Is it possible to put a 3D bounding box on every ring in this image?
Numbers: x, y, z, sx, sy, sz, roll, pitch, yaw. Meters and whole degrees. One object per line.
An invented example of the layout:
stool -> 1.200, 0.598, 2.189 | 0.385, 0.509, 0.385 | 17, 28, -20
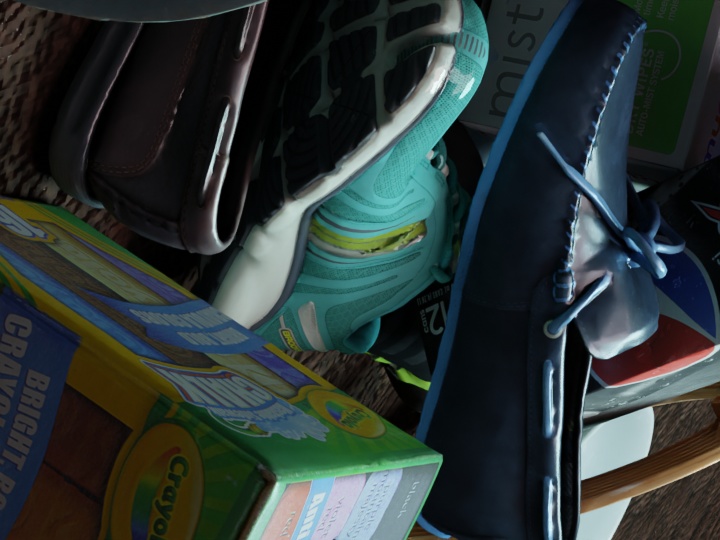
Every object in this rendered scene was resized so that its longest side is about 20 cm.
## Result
ring -> 0.090, 0.069, 0.905 | 0.200, 0.199, 0.019 | -28, 99, -53

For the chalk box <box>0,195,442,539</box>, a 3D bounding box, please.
chalk box -> -0.067, 0.078, 0.618 | 0.125, 0.199, 0.124 | -62, 158, 9

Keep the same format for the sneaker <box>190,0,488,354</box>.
sneaker -> 0.003, -0.031, 0.726 | 0.200, 0.079, 0.078 | 125, -25, -57

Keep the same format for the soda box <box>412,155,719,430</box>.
soda box -> 0.116, 0.006, 0.789 | 0.199, 0.064, 0.070 | -25, 162, 38

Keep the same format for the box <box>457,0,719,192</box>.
box -> 0.127, -0.128, 0.859 | 0.176, 0.096, 0.202 | 24, 82, -67

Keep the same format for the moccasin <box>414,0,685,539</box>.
moccasin -> 0.072, 0.006, 0.739 | 0.080, 0.068, 0.201 | -42, 148, -54

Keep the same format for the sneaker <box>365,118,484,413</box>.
sneaker -> 0.000, 0.000, 0.873 | 0.082, 0.072, 0.201 | -30, 147, -16

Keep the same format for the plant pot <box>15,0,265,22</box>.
plant pot -> -0.014, -0.178, 0.437 | 0.196, 0.199, 0.201 | -44, 155, -50

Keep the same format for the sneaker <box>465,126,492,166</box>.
sneaker -> 0.069, -0.003, 0.985 | 0.082, 0.074, 0.201 | -49, 159, -24

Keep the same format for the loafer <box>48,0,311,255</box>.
loafer -> -0.022, -0.099, 0.671 | 0.201, 0.063, 0.072 | -61, 159, 6

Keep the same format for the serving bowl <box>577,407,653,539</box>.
serving bowl -> 0.081, 0.141, 1.210 | 0.200, 0.066, 0.201 | -46, 156, -28
